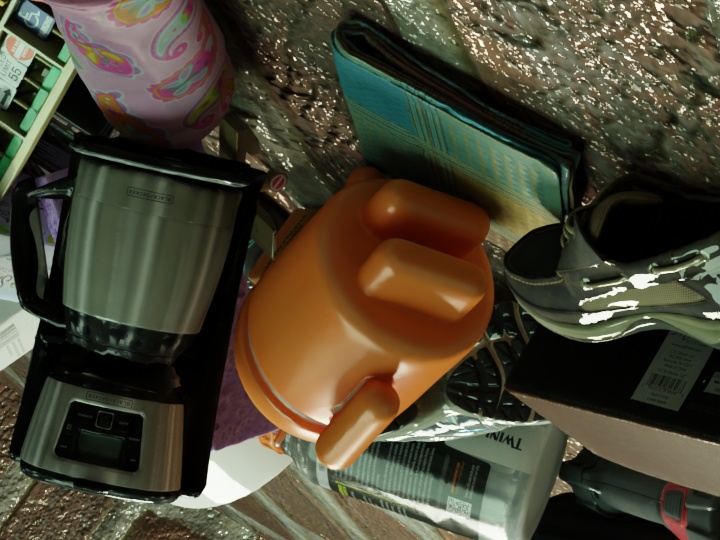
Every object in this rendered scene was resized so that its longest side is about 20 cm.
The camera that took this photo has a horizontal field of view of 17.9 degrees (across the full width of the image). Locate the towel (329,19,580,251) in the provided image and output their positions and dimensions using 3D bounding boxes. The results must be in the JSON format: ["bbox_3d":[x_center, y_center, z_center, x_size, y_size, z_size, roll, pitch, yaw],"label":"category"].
[{"bbox_3d":[0.055,-0.060,1.222,0.146,0.022,0.200,31,169,14],"label":"towel"}]

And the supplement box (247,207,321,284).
[{"bbox_3d":[0.000,0.000,1.472,0.069,0.067,0.200,41,165,-20],"label":"supplement box"}]

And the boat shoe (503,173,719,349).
[{"bbox_3d":[0.137,-0.013,1.106,0.199,0.075,0.074,2,132,53],"label":"boat shoe"}]

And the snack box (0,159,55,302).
[{"bbox_3d":[-0.262,-0.043,1.471,0.142,0.053,0.200,46,-163,31],"label":"snack box"}]

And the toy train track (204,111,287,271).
[{"bbox_3d":[-0.075,-0.016,1.498,0.115,0.032,0.201,44,142,41],"label":"toy train track"}]

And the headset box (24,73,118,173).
[{"bbox_3d":[-0.220,-0.134,1.490,0.148,0.075,0.200,34,167,-5],"label":"headset box"}]

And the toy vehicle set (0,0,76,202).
[{"bbox_3d":[-0.230,-0.138,1.358,0.124,0.027,0.200,33,131,-4],"label":"toy vehicle set"}]

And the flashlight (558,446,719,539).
[{"bbox_3d":[0.211,0.151,1.531,0.068,0.068,0.200,56,165,-14],"label":"flashlight"}]

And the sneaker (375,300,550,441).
[{"bbox_3d":[0.079,0.068,1.452,0.199,0.078,0.086,-8,167,29],"label":"sneaker"}]

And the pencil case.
[{"bbox_3d":[-0.122,-0.139,1.232,0.087,0.088,0.200,29,166,17],"label":"pencil case"}]

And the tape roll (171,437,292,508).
[{"bbox_3d":[-0.113,0.075,1.718,0.202,0.203,0.071,19,162,47],"label":"tape roll"}]

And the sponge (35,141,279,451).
[{"bbox_3d":[-0.125,0.021,1.455,0.030,0.111,0.201,-14,94,61],"label":"sponge"}]

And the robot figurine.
[{"bbox_3d":[0.000,0.024,1.291,0.144,0.116,0.200,59,141,12],"label":"robot figurine"}]

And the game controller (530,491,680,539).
[{"bbox_3d":[0.199,0.194,1.604,0.199,0.042,0.104,9,-172,34],"label":"game controller"}]

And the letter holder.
[{"bbox_3d":[0.197,0.068,1.167,0.142,0.101,0.200,38,167,-28],"label":"letter holder"}]

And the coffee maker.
[{"bbox_3d":[-0.122,0.028,1.352,0.134,0.201,0.192,15,-175,24],"label":"coffee maker"}]

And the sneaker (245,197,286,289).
[{"bbox_3d":[-0.137,0.003,1.629,0.076,0.199,0.079,-103,-14,-47],"label":"sneaker"}]

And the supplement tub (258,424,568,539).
[{"bbox_3d":[0.037,0.107,1.576,0.199,0.123,0.123,18,164,14],"label":"supplement tub"}]

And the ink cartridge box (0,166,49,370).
[{"bbox_3d":[-0.265,-0.023,1.662,0.145,0.199,0.145,54,170,8],"label":"ink cartridge box"}]
